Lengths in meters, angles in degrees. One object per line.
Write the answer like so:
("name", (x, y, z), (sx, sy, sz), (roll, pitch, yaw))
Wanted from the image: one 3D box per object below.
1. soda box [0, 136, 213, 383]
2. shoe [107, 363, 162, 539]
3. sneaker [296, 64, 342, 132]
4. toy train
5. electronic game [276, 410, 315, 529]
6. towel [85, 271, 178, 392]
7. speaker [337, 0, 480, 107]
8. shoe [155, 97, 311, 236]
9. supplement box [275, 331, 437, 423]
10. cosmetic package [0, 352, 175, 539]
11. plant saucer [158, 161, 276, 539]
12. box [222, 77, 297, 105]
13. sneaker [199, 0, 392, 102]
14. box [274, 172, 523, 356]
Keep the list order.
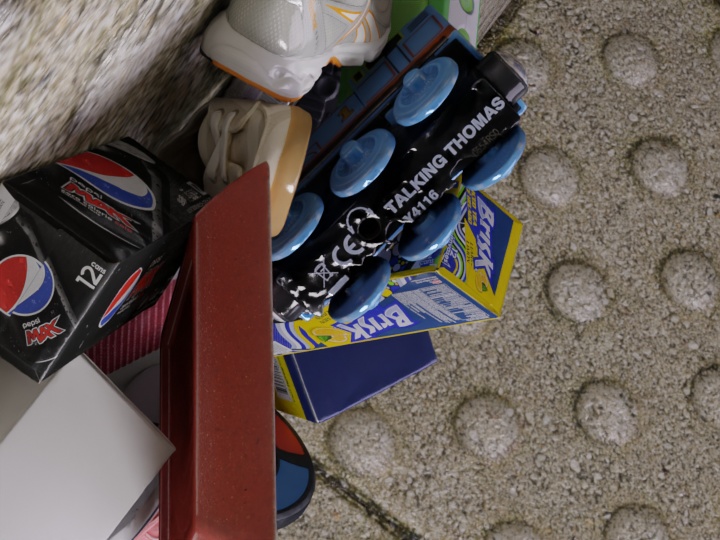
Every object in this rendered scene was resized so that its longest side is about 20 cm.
("soda box", (-0.129, -0.011, 0.890), (0.071, 0.063, 0.200), (-55, 179, 12))
("shoe", (-0.136, 0.140, 1.042), (0.200, 0.071, 0.091), (-50, 149, -52))
("sneaker", (-0.042, -0.085, 1.281), (0.201, 0.070, 0.082), (-65, -161, 2))
("toy train", (0.011, -0.056, 1.071), (0.200, 0.087, 0.114), (-45, -155, 7))
("electronic game", (-0.122, 0.111, 1.275), (0.042, 0.199, 0.200), (-63, 175, 22))
("towel", (-0.137, 0.068, 1.105), (0.144, 0.023, 0.201), (-28, 142, -40))
("speaker", (0.033, -0.139, 1.195), (0.088, 0.088, 0.201), (123, -25, -69))
("shoe", (-0.072, -0.056, 1.012), (0.200, 0.053, 0.070), (-178, -80, -74))
("supplement box", (-0.050, 0.030, 1.392), (0.109, 0.110, 0.200), (-26, -164, -24))
("cosmetic package", (-0.196, 0.129, 0.898), (0.200, 0.085, 0.107), (-51, -149, -19))
("plant saucer", (-0.076, 0.076, 0.937), (0.200, 0.036, 0.201), (116, -25, -63))
("box", (-0.100, -0.057, 1.223), (0.200, 0.041, 0.039), (-56, 178, 29))
("sneaker", (-0.013, -0.160, 1.021), (0.092, 0.076, 0.200), (-59, 177, 27))
("box", (0.000, 0.000, 1.161), (0.199, 0.064, 0.070), (-11, -127, 42))
